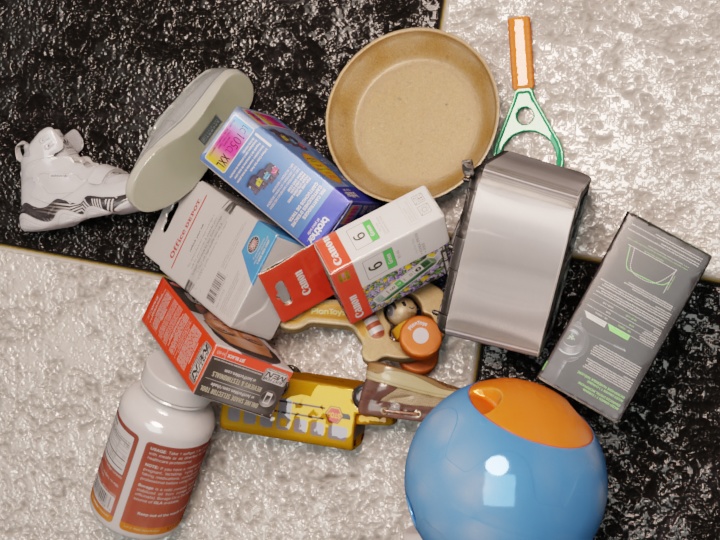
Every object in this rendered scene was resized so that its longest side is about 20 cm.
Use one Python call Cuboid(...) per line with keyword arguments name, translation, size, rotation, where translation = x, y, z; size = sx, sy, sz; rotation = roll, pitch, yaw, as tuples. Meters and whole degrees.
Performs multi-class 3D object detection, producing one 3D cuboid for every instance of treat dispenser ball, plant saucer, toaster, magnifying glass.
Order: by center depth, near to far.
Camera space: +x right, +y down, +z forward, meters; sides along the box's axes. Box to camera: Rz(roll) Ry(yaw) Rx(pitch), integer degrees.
Cuboid(name="treat dispenser ball", translation=(0.142, 0.207, 1.156), size=(0.199, 0.201, 0.203), rotation=(0, 91, 13))
Cuboid(name="toaster", translation=(0.157, -0.023, 1.212), size=(0.118, 0.200, 0.183), rotation=(15, 104, 13))
Cuboid(name="magnifying glass", translation=(0.182, -0.179, 1.303), size=(0.079, 0.022, 0.202), rotation=(-4, 92, 14))
Cuboid(name="plant saucer", translation=(0.060, -0.169, 1.308), size=(0.198, 0.035, 0.202), rotation=(-3, 79, 16))

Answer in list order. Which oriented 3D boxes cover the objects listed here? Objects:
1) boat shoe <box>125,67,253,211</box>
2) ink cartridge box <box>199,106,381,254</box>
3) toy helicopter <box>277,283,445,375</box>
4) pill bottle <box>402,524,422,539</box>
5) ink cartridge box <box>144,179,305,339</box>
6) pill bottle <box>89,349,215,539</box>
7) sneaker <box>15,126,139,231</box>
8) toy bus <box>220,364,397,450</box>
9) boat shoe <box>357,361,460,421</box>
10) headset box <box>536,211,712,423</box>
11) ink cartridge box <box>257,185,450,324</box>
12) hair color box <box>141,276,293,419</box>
Cuboid(name="boat shoe", translation=(-0.205, -0.153, 1.350), size=(0.071, 0.070, 0.201), rotation=(23, 69, 45))
Cuboid(name="ink cartridge box", translation=(-0.062, -0.088, 1.301), size=(0.200, 0.136, 0.077), rotation=(41, 102, 9))
Cuboid(name="toy helicopter", translation=(0.002, 0.041, 1.316), size=(0.198, 0.079, 0.134), rotation=(3, 69, 2))
Cuboid(name="pill bottle", translation=(0.126, 0.365, 1.277), size=(0.110, 0.111, 0.202), rotation=(-20, 86, 13))
Cuboid(name="ink cartridge box", translation=(-0.153, -0.022, 1.334), size=(0.200, 0.068, 0.117), rotation=(35, 99, 43))
Cuboid(name="pill bottle", translation=(-0.230, 0.196, 1.335), size=(0.111, 0.112, 0.201), rotation=(27, 112, 11))
Cuboid(name="sneaker", translation=(-0.323, -0.118, 1.392), size=(0.198, 0.075, 0.116), rotation=(-11, 91, 17))
Cuboid(name="toy bus", translation=(-0.055, 0.155, 1.340), size=(0.198, 0.065, 0.079), rotation=(7, 93, 13))
Cuboid(name="boat shoe", translation=(0.090, 0.160, 1.276), size=(0.198, 0.072, 0.073), rotation=(20, 83, -16))
Cuboid(name="headset box", translation=(0.267, 0.049, 1.208), size=(0.092, 0.174, 0.201), rotation=(29, 98, 10))
Cuboid(name="ink cartridge box", translation=(0.000, 0.000, 1.246), size=(0.199, 0.109, 0.051), rotation=(-28, 57, -4))
Cuboid(name="hair color box", translation=(-0.161, 0.082, 1.288), size=(0.101, 0.200, 0.062), rotation=(23, 99, -33))
